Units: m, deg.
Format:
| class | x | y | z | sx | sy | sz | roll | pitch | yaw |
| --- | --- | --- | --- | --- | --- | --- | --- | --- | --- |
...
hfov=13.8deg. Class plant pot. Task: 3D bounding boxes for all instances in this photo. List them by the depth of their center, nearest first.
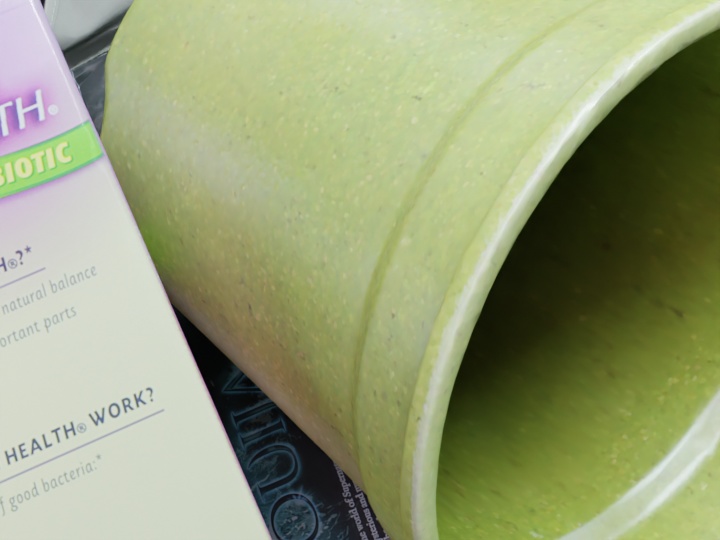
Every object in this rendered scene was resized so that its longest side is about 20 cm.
| class | x | y | z | sx | sy | sz | roll | pitch | yaw |
| --- | --- | --- | --- | --- | --- | --- | --- | --- | --- |
| plant pot | 0.029 | -0.018 | 0.821 | 0.184 | 0.200 | 0.201 | 33 | 88 | 39 |

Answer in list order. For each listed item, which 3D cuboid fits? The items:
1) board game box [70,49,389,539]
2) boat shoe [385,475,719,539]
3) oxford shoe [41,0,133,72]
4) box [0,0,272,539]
| class | x | y | z | sx | sy | sz | roll | pitch | yaw |
| --- | --- | --- | --- | --- | --- | --- | --- | --- | --- |
| board game box | 0.000 | 0.000 | 0.937 | 0.135 | 0.028 | 0.201 | -23 | 74 | 9 |
| boat shoe | 0.078 | 0.105 | 0.874 | 0.199 | 0.063 | 0.073 | -15 | 54 | 8 |
| oxford shoe | -0.072 | -0.118 | 0.966 | 0.200 | 0.058 | 0.075 | -33 | 70 | 4 |
| box | -0.132 | 0.050 | 0.789 | 0.175 | 0.097 | 0.201 | -24 | 91 | -10 |
